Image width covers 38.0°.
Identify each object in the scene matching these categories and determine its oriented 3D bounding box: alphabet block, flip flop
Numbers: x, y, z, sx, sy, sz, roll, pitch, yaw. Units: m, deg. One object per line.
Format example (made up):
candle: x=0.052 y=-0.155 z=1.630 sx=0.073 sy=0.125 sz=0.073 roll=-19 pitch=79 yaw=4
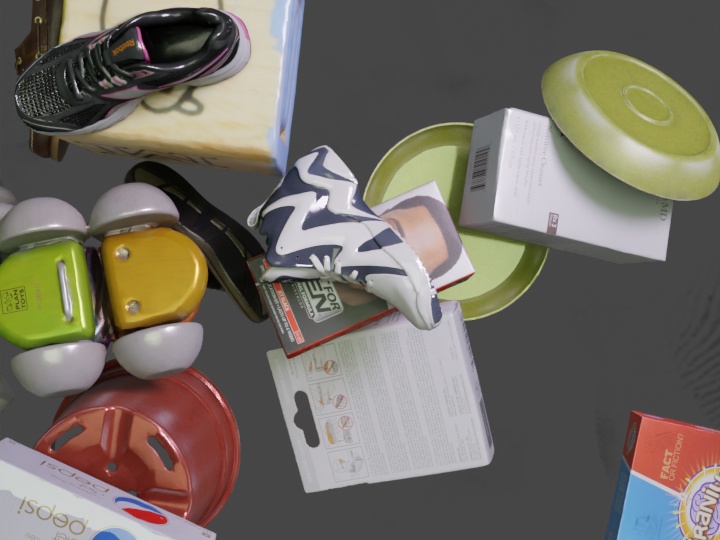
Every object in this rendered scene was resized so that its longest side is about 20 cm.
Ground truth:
alphabet block: x=-0.161 y=-0.199 z=0.983 sx=0.197 sy=0.196 sz=0.198 roll=6 pitch=89 yaw=-2
flip flop: x=-0.163 y=-0.024 z=1.049 sx=0.200 sy=0.081 sz=0.058 roll=42 pitch=124 yaw=-10

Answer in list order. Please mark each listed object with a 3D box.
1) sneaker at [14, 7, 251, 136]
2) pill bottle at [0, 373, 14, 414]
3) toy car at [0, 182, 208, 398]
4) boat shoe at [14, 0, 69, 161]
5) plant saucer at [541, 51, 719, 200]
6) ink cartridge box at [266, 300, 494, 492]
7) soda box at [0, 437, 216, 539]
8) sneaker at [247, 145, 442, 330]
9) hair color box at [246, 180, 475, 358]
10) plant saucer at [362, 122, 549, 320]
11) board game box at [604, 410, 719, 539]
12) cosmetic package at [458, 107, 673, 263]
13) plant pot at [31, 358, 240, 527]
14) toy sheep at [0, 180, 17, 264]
sneaker: x=-0.190 y=-0.173 z=0.842 sx=0.198 sy=0.086 sz=0.081 roll=-24 pitch=90 yaw=-1
pill bottle: x=-0.439 y=0.170 z=1.017 sx=0.109 sy=0.110 sz=0.200 roll=42 pitch=88 yaw=-2
toy car: x=-0.241 y=0.024 z=0.974 sx=0.198 sy=0.150 sz=0.177 roll=-10 pitch=80 yaw=-11
boat shoe: x=-0.308 y=-0.211 z=1.040 sx=0.070 sy=0.070 sz=0.202 roll=10 pitch=82 yaw=-9
plant saucer: x=0.270 y=-0.151 z=1.011 sx=0.199 sy=0.201 sz=0.031 roll=28 pitch=131 yaw=-2
ink cartridge box: x=0.022 y=0.130 z=1.065 sx=0.198 sy=0.057 sz=0.164 roll=-11 pitch=101 yaw=18
soda box: x=-0.221 y=0.211 z=0.851 sx=0.198 sy=0.068 sz=0.064 roll=25 pitch=90 yaw=-2
sneaker: x=-0.026 y=-0.002 z=0.945 sx=0.129 sy=0.080 sz=0.200 roll=-37 pitch=83 yaw=-5
hair color box: x=0.000 y=0.000 z=1.016 sx=0.198 sy=0.061 sz=0.102 roll=-24 pitch=83 yaw=-6
plant saucer: x=0.098 y=-0.049 z=1.076 sx=0.197 sy=0.031 sz=0.203 roll=0 pitch=90 yaw=-2
board game box: x=0.365 y=0.243 z=1.083 sx=0.198 sy=0.040 sz=0.155 roll=12 pitch=90 yaw=-2
cosmetic package: x=0.205 y=-0.079 z=1.025 sx=0.198 sy=0.081 sz=0.114 roll=10 pitch=85 yaw=-19
plant pot: x=-0.219 y=0.189 z=0.983 sx=0.198 sy=0.195 sz=0.203 roll=0 pitch=91 yaw=-3
toy sheep: x=-0.382 y=-0.029 z=1.005 sx=0.136 sy=0.138 sz=0.202 roll=-14 pitch=76 yaw=-2
